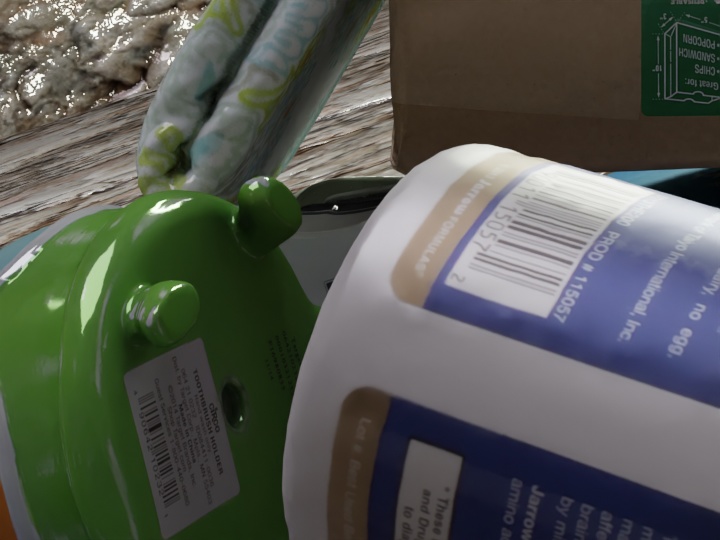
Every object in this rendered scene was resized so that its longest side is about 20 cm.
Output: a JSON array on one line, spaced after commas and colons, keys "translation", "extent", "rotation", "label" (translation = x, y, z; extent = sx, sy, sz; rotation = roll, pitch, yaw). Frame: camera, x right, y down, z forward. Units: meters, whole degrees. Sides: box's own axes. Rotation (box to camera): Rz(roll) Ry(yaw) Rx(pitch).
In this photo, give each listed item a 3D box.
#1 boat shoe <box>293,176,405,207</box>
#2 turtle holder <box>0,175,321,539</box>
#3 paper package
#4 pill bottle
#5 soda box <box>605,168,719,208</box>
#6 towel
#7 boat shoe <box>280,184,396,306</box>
[{"translation": [0.034, -0.008, 1.001], "extent": [0.200, 0.070, 0.071], "rotation": [0, -16, -34], "label": "boat shoe"}, {"translation": [-0.076, 0.037, 0.721], "extent": [0.131, 0.141, 0.186], "rotation": [-10, 37, 25], "label": "turtle holder"}, {"translation": [0.115, -0.092, 0.859], "extent": [0.199, 0.104, 0.191], "rotation": [-1, 7, 8], "label": "paper package"}, {"translation": [0.093, 0.050, 0.470], "extent": [0.200, 0.111, 0.111], "rotation": [19, 27, 26], "label": "pill bottle"}, {"translation": [0.163, -0.009, 0.907], "extent": [0.068, 0.064, 0.200], "rotation": [-19, 11, -15], "label": "soda box"}, {"translation": [-0.023, -0.109, 0.878], "extent": [0.200, 0.048, 0.171], "rotation": [-59, -4, 1], "label": "towel"}, {"translation": [0.000, 0.000, 0.873], "extent": [0.200, 0.072, 0.068], "rotation": [-16, 2, 29], "label": "boat shoe"}]
